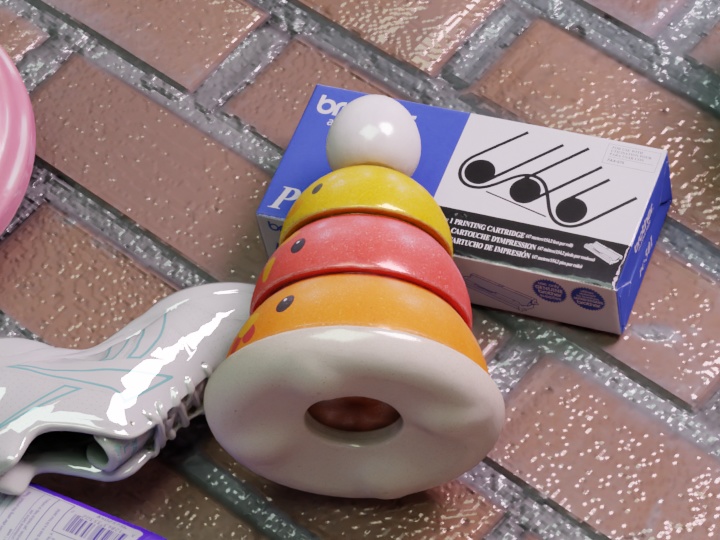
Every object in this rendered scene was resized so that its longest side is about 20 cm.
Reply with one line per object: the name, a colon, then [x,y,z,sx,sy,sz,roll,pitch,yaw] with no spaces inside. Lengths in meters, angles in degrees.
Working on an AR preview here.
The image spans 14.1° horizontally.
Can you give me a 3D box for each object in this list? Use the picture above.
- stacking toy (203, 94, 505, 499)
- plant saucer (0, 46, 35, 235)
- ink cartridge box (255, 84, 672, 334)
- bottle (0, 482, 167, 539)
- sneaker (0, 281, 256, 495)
stacking toy: [0.000,0.000,1.445,0.145,0.146,0.201,-3,56,9]
plant saucer: [-0.277,-0.072,1.564,0.200,0.051,0.201,-3,59,5]
ink cartridge box: [0.055,-0.034,1.525,0.199,0.044,0.094,11,56,19]
bottle: [-0.180,0.143,1.433,0.199,0.065,0.084,19,61,23]
sneaker: [-0.112,0.066,1.454,0.199,0.071,0.080,-16,45,-19]
